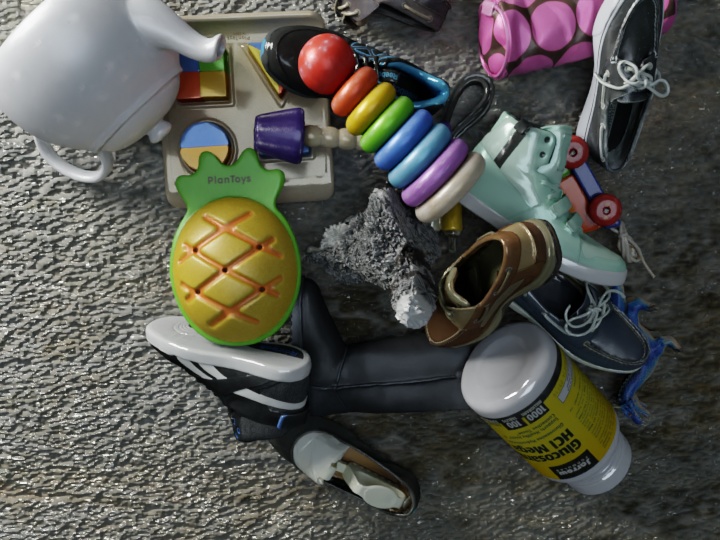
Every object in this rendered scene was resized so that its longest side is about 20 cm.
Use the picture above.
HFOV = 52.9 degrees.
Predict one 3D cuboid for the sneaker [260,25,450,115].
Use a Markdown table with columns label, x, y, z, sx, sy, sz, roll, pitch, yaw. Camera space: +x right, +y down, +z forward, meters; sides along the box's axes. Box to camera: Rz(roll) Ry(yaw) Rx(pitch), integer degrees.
| label | x | y | z | sx | sy | sz | roll | pitch | yaw |
| --- | --- | --- | --- | --- | --- | --- | --- | --- | --- |
| sneaker | -0.001 | -0.205 | 0.734 | 0.198 | 0.082 | 0.074 | 11 | 91 | -21 |

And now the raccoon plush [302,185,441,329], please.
| label | x | y | z | sx | sy | sz | roll | pitch | yaw |
| --- | --- | --- | --- | --- | --- | --- | --- | --- | --- |
| raccoon plush | 0.000 | 0.000 | 0.727 | 0.134 | 0.201 | 0.097 | -35 | 111 | 26 |

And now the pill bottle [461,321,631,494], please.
| label | x | y | z | sx | sy | sz | roll | pitch | yaw |
| --- | --- | --- | --- | --- | --- | --- | --- | --- | --- |
| pill bottle | 0.209 | 0.157 | 0.788 | 0.112 | 0.112 | 0.200 | -45 | 115 | 3 |

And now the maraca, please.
| label | x | y | z | sx | sy | sz | roll | pitch | yaw |
| --- | --- | --- | --- | --- | --- | --- | --- | --- | --- |
| maraca | -0.130 | -0.023 | 0.743 | 0.136 | 0.107 | 0.202 | -4 | 91 | -2 |

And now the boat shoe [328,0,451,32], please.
| label | x | y | z | sx | sy | sz | roll | pitch | yaw |
| --- | --- | --- | --- | --- | --- | --- | --- | --- | --- |
| boat shoe | 0.002 | -0.292 | 0.749 | 0.198 | 0.075 | 0.074 | 9 | 97 | -3 |

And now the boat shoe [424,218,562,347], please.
| label | x | y | z | sx | sy | sz | roll | pitch | yaw |
| --- | --- | --- | --- | --- | --- | --- | --- | --- | --- |
| boat shoe | 0.110 | 0.014 | 0.710 | 0.073 | 0.200 | 0.076 | -5 | 60 | -30 |

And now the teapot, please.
| label | x | y | z | sx | sy | sz | roll | pitch | yaw |
| --- | --- | --- | --- | --- | --- | --- | --- | --- | --- |
| teapot | -0.246 | -0.182 | 0.701 | 0.197 | 0.200 | 0.146 | -45 | 109 | -8 |

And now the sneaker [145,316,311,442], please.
| label | x | y | z | sx | sy | sz | roll | pitch | yaw |
| --- | --- | --- | --- | --- | --- | --- | --- | --- | --- |
| sneaker | -0.148 | 0.125 | 0.779 | 0.198 | 0.073 | 0.113 | 13 | 113 | 22 |

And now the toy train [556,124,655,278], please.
| label | x | y | z | sx | sy | sz | roll | pitch | yaw |
| --- | --- | --- | --- | --- | --- | --- | --- | --- | --- |
| toy train | 0.226 | -0.047 | 0.794 | 0.115 | 0.085 | 0.201 | -31 | 97 | 12 |

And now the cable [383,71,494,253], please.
| label | x | y | z | sx | sy | sz | roll | pitch | yaw |
| --- | --- | --- | --- | --- | --- | --- | --- | --- | --- |
| cable | 0.085 | -0.124 | 0.805 | 0.096 | 0.050 | 0.202 | 15 | 84 | 12 |

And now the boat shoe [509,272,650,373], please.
| label | x | y | z | sx | sy | sz | roll | pitch | yaw |
| --- | --- | --- | --- | --- | --- | --- | --- | --- | --- |
| boat shoe | 0.225 | 0.037 | 0.764 | 0.200 | 0.062 | 0.075 | 39 | 72 | 5 |

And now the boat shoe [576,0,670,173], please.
| label | x | y | z | sx | sy | sz | roll | pitch | yaw |
| --- | --- | --- | --- | --- | --- | --- | --- | --- | --- |
| boat shoe | 0.270 | -0.194 | 0.734 | 0.073 | 0.068 | 0.201 | -3 | 129 | -14 |

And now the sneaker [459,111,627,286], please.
| label | x | y | z | sx | sy | sz | roll | pitch | yaw |
| --- | --- | --- | --- | --- | --- | --- | --- | --- | --- |
| sneaker | 0.198 | -0.075 | 0.714 | 0.200 | 0.074 | 0.119 | 34 | 111 | 6 |

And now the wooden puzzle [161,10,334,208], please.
| label | x | y | z | sx | sy | sz | roll | pitch | yaw |
| --- | --- | --- | --- | --- | --- | --- | --- | --- | --- |
| wooden puzzle | -0.124 | -0.170 | 0.771 | 0.183 | 0.046 | 0.202 | -3 | 98 | -3 |

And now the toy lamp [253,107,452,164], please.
| label | x | y | z | sx | sy | sz | roll | pitch | yaw |
| --- | --- | --- | --- | --- | --- | --- | --- | --- | --- |
| toy lamp | -0.009 | -0.132 | 0.737 | 0.198 | 0.058 | 0.059 | 4 | 98 | -9 |

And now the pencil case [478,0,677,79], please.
| label | x | y | z | sx | sy | sz | roll | pitch | yaw |
| --- | --- | --- | --- | --- | --- | --- | --- | --- | --- |
| pencil case | 0.222 | -0.271 | 0.759 | 0.198 | 0.091 | 0.094 | -19 | 134 | -3 |

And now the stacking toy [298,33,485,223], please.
| label | x | y | z | sx | sy | sz | roll | pitch | yaw |
| --- | --- | --- | --- | --- | --- | --- | --- | --- | --- |
| stacking toy | 0.023 | -0.141 | 0.677 | 0.085 | 0.085 | 0.200 | -45 | 98 | 3 |

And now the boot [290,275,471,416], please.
| label | x | y | z | sx | sy | sz | roll | pitch | yaw |
| --- | --- | --- | --- | --- | --- | --- | --- | --- | --- |
| boot | 0.024 | 0.082 | 0.804 | 0.198 | 0.066 | 0.166 | -2 | 106 | 0 |

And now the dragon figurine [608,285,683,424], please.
| label | x | y | z | sx | sy | sz | roll | pitch | yaw |
| --- | --- | --- | --- | --- | --- | --- | --- | --- | --- |
| dragon figurine | 0.293 | 0.080 | 0.823 | 0.099 | 0.059 | 0.201 | -35 | 100 | 1 |

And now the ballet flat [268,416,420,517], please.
| label | x | y | z | sx | sy | sz | roll | pitch | yaw |
| --- | --- | --- | --- | --- | --- | --- | --- | --- | --- |
| ballet flat | -0.016 | 0.220 | 0.819 | 0.199 | 0.068 | 0.068 | 27 | 97 | -6 |
